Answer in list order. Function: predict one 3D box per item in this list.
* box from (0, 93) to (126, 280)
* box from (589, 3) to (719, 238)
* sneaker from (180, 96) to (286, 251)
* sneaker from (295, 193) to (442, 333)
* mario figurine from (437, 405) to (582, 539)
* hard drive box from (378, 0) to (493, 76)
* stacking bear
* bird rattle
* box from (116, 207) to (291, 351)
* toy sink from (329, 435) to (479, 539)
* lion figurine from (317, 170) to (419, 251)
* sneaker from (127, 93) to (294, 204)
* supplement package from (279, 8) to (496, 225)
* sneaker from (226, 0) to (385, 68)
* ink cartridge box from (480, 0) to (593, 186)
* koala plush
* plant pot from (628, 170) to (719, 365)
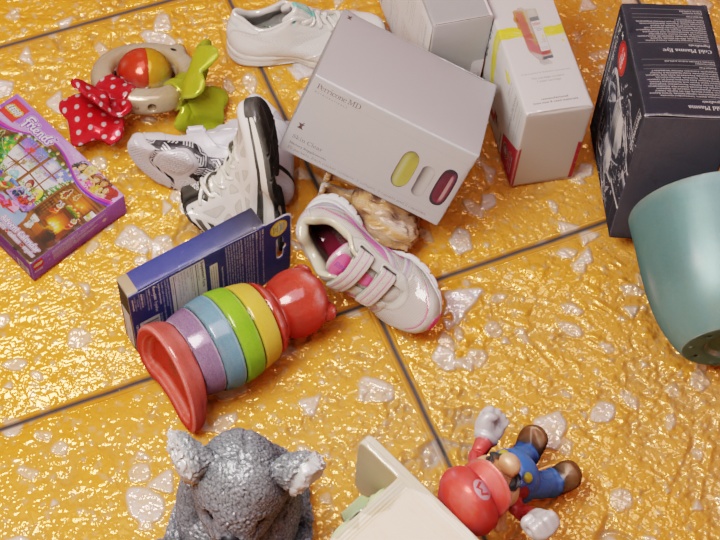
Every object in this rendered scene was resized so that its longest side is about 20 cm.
[{"bbox_3d":[-0.385,-0.099,1.660,0.200,0.039,0.137,42,65,19],"label":"box"},{"bbox_3d":[0.337,-0.168,1.636,0.104,0.200,0.183,0,50,-4],"label":"box"},{"bbox_3d":[-0.147,-0.101,1.587,0.115,0.201,0.076,0,41,4],"label":"sneaker"},{"bbox_3d":[0.000,0.000,1.574,0.200,0.082,0.088,39,21,12],"label":"sneaker"},{"bbox_3d":[0.156,0.199,1.426,0.123,0.107,0.200,8,10,31],"label":"mario figurine"},{"bbox_3d":[0.085,-0.327,1.756,0.076,0.156,0.201,-11,61,-11],"label":"hard drive box"},{"bbox_3d":[-0.123,0.063,1.543,0.199,0.114,0.122,-28,64,-23],"label":"stacking bear"},{"bbox_3d":[-0.260,-0.215,1.720,0.199,0.113,0.163,-13,40,-8],"label":"bird rattle"},{"bbox_3d":[-0.166,0.004,1.564,0.199,0.121,0.032,-28,64,-19],"label":"box"},{"bbox_3d":[0.034,0.283,1.404,0.112,0.131,0.200,-39,69,-22],"label":"toy sink"},{"bbox_3d":[0.020,-0.114,1.675,0.122,0.073,0.201,16,54,-5],"label":"lion figurine"},{"bbox_3d":[-0.165,-0.148,1.685,0.199,0.075,0.115,14,59,-1],"label":"sneaker"},{"bbox_3d":[0.034,-0.173,1.618,0.199,0.111,0.156,25,39,-6],"label":"supplement package"},{"bbox_3d":[-0.065,-0.298,1.769,0.199,0.089,0.076,-7,58,-8],"label":"sneaker"},{"bbox_3d":[0.197,-0.224,1.708,0.083,0.145,0.201,-9,59,-8],"label":"ink cartridge box"},{"bbox_3d":[-0.118,0.216,1.394,0.176,0.200,0.184,9,59,3],"label":"koala plush"},{"bbox_3d":[0.398,0.008,1.558,0.199,0.201,0.162,-1,67,-4],"label":"plant pot"}]
